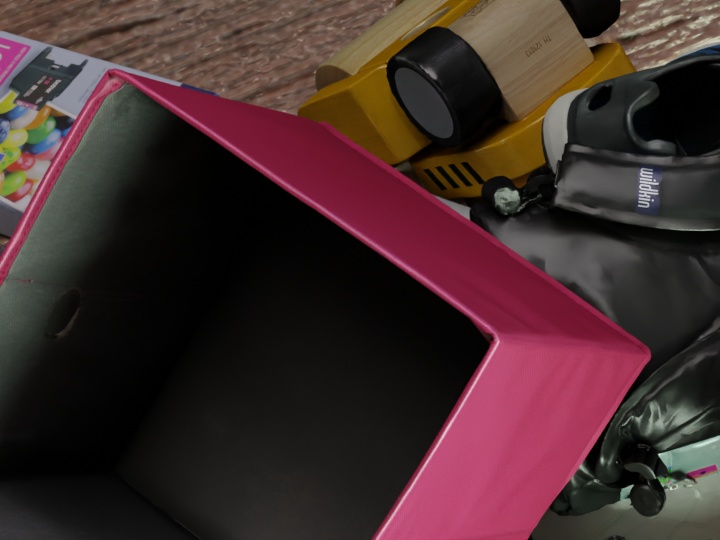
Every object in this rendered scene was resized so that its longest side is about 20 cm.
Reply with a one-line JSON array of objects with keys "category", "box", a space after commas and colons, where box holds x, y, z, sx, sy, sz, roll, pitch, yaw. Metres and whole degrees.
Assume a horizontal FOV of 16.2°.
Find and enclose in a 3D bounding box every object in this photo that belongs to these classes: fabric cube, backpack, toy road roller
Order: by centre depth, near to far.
[{"category": "fabric cube", "box": [-0.034, 0.058, 1.037, 0.196, 0.199, 0.200, 34, 100, 20]}, {"category": "backpack", "box": [0.158, 0.016, 1.166, 0.199, 0.127, 0.168, -16, 84, -11]}, {"category": "toy road roller", "box": [0.073, -0.077, 1.343, 0.123, 0.146, 0.200, -38, 13, -21]}]

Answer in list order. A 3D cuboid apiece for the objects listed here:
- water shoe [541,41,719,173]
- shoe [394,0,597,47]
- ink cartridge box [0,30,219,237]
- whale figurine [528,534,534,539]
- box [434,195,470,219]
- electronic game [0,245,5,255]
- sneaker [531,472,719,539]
[{"category": "water shoe", "box": [0.176, -0.074, 1.247, 0.079, 0.072, 0.200, -13, 5, 46]}, {"category": "shoe", "box": [0.094, -0.118, 1.452, 0.200, 0.053, 0.070, 39, 100, 39]}, {"category": "ink cartridge box", "box": [-0.163, -0.067, 1.472, 0.199, 0.042, 0.120, 19, 58, 24]}, {"category": "whale figurine", "box": [-0.006, 0.099, 1.258, 0.159, 0.104, 0.200, -41, 57, -21]}, {"category": "box", "box": [0.000, 0.000, 1.276, 0.200, 0.038, 0.136, 21, 32, 38]}, {"category": "electronic game", "box": [-0.239, 0.072, 1.320, 0.200, 0.042, 0.200, -35, 33, 27]}, {"category": "sneaker", "box": [0.172, 0.098, 1.249, 0.199, 0.076, 0.081, -19, 81, -14]}]
